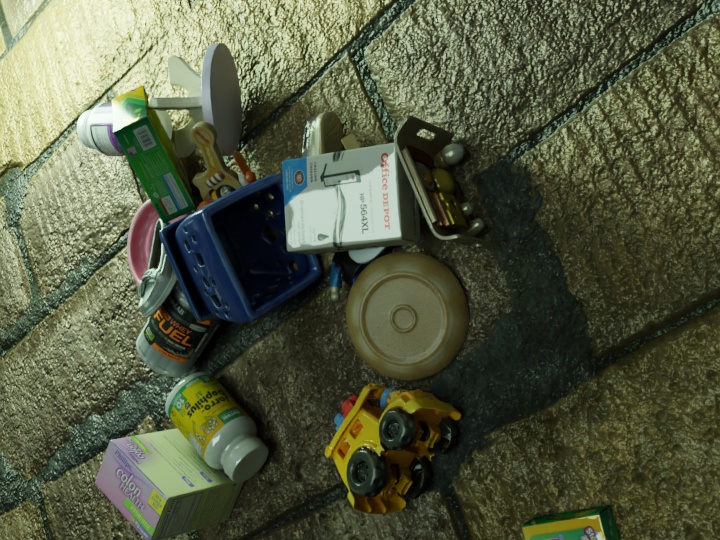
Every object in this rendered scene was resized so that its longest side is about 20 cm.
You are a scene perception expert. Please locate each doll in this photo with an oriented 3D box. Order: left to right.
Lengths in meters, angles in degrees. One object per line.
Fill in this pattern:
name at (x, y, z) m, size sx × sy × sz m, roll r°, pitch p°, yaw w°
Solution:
doll at (0.000, 0.000, 1.320) m, size 0.137 × 0.048 × 0.200 m, roll -50°, pitch 60°, yaw 8°

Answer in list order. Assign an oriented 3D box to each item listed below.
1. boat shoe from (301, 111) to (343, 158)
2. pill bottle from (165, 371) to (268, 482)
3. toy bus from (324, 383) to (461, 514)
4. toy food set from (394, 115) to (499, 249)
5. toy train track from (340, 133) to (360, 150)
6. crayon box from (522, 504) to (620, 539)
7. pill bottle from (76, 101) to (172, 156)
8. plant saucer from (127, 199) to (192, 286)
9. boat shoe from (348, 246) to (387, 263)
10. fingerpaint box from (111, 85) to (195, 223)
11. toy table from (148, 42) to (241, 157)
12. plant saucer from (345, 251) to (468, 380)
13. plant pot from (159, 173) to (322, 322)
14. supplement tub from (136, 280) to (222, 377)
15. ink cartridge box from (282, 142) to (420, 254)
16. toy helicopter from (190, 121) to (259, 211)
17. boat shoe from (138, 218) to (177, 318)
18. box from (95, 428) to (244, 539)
boat shoe at (-0.071, -0.171, 1.373) m, size 0.064 × 0.071 × 0.204 m, roll 6°, pitch 97°, yaw 49°
pill bottle at (-0.260, 0.289, 1.449) m, size 0.199 × 0.112 × 0.114 m, roll 40°, pitch 109°, yaw 30°
toy bus at (0.036, 0.248, 1.249) m, size 0.202 × 0.134 × 0.192 m, roll -58°, pitch 44°, yaw 15°
toy food set at (0.135, -0.127, 1.179) m, size 0.060 × 0.143 × 0.203 m, roll -31°, pitch 70°, yaw 28°
toy train track at (-0.032, -0.150, 1.323) m, size 0.198 × 0.033 × 0.116 m, roll -29°, pitch 86°, yaw -1°
crayon box at (0.307, 0.436, 1.079) m, size 0.117 × 0.058 × 0.204 m, roll -21°, pitch 76°, yaw 32°
pill bottle at (-0.496, -0.295, 1.646) m, size 0.197 × 0.111 × 0.114 m, roll 6°, pitch 91°, yaw 35°
plant saucer at (-0.389, -0.049, 1.595) m, size 0.198 × 0.050 × 0.205 m, roll -3°, pitch 85°, yaw 34°
boat shoe at (0.051, -0.097, 1.277) m, size 0.068 × 0.056 × 0.202 m, roll 36°, pitch 101°, yaw 22°
fingerpaint box at (-0.390, -0.218, 1.484) m, size 0.072 × 0.202 × 0.168 m, roll -24°, pitch 36°, yaw -3°
toy table at (-0.300, -0.315, 1.486) m, size 0.115 × 0.184 × 0.204 m, roll -2°, pitch 85°, yaw 18°
plant saucer at (0.069, 0.073, 1.233) m, size 0.196 × 0.035 × 0.205 m, roll 1°, pitch 93°, yaw 12°
plant pot at (-0.215, -0.030, 1.361) m, size 0.178 × 0.199 × 0.203 m, roll -12°, pitch 106°, yaw 41°
supplement tub at (-0.331, 0.092, 1.503) m, size 0.123 × 0.122 × 0.201 m, roll 45°, pitch 112°, yaw 28°
ink cartridge box at (-0.015, -0.108, 1.230) m, size 0.197 × 0.084 × 0.149 m, roll -6°, pitch 85°, yaw 25°
toy helicopter at (-0.251, -0.181, 1.446) m, size 0.130 × 0.080 × 0.202 m, roll -1°, pitch 131°, yaw 18°
boat shoe at (-0.373, -0.005, 1.457) m, size 0.074 × 0.064 × 0.205 m, roll -31°, pitch 37°, yaw 44°
box at (-0.346, 0.386, 1.450) m, size 0.175 × 0.199 × 0.098 m, roll 32°, pitch 105°, yaw 30°
